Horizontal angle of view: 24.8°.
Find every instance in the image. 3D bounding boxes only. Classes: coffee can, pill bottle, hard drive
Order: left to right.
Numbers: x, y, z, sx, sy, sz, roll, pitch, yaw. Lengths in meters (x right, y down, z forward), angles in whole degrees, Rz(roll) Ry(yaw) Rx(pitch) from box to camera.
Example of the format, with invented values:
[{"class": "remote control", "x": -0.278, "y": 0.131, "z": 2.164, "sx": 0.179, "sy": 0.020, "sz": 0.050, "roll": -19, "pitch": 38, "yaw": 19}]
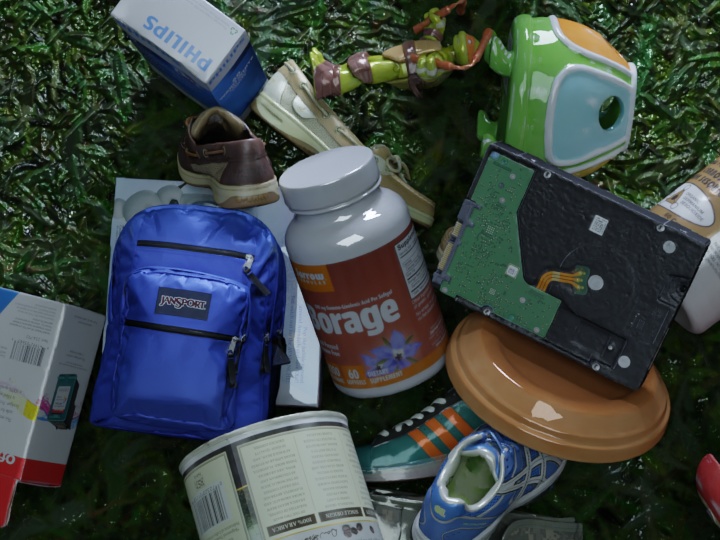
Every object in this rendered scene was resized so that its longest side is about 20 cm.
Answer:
[{"class": "coffee can", "x": -0.051, "y": 0.232, "z": 1.318, "sx": 0.146, "sy": 0.146, "sz": 0.200, "roll": -18, "pitch": 71, "yaw": 1}, {"class": "pill bottle", "x": 0.000, "y": 0.000, "z": 1.416, "sx": 0.112, "sy": 0.112, "sz": 0.200, "roll": -19, "pitch": 111, "yaw": 1}, {"class": "hard drive", "x": 0.173, "y": -0.006, "z": 1.374, "sx": 0.200, "sy": 0.038, "sz": 0.140, "roll": 26, "pitch": 106, "yaw": 14}, {"class": "pill bottle", "x": 0.339, "y": -0.046, "z": 1.440, "sx": 0.200, "sy": 0.114, "sz": 0.114, "roll": -37, "pitch": 83, "yaw": -2}]

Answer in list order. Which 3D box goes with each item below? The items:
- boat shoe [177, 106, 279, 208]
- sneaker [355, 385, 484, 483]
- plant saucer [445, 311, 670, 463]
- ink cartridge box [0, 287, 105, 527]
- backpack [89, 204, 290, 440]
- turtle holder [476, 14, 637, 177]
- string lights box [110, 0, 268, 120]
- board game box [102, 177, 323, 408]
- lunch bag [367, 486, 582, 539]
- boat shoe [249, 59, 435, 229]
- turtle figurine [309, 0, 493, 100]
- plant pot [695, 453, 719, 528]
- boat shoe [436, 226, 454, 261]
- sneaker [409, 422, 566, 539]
[{"class": "boat shoe", "x": -0.119, "y": -0.109, "z": 1.429, "sx": 0.072, "sy": 0.200, "sz": 0.072, "roll": -11, "pitch": 109, "yaw": -13}, {"class": "sneaker", "x": 0.072, "y": 0.142, "z": 1.458, "sx": 0.200, "sy": 0.071, "sz": 0.080, "roll": -10, "pitch": 82, "yaw": -6}, {"class": "plant saucer", "x": 0.173, "y": 0.085, "z": 1.402, "sx": 0.200, "sy": 0.200, "sz": 0.037, "roll": 19, "pitch": 123, "yaw": 5}, {"class": "ink cartridge box", "x": -0.315, "y": 0.120, "z": 1.460, "sx": 0.116, "sy": 0.067, "sz": 0.200, "roll": 12, "pitch": 84, "yaw": 27}, {"class": "backpack", "x": -0.136, "y": 0.042, "z": 1.386, "sx": 0.162, "sy": 0.168, "sz": 0.200, "roll": 8, "pitch": 82, "yaw": -4}, {"class": "turtle holder", "x": 0.171, "y": -0.130, "z": 1.445, "sx": 0.132, "sy": 0.141, "sz": 0.186, "roll": 5, "pitch": 82, "yaw": 0}, {"class": "string lights box", "x": -0.145, "y": -0.192, "z": 1.437, "sx": 0.103, "sy": 0.200, "sz": 0.059, "roll": 37, "pitch": 86, "yaw": 5}, {"class": "board game box", "x": -0.129, "y": 0.021, "z": 1.491, "sx": 0.199, "sy": 0.043, "sz": 0.200, "roll": 3, "pitch": 84, "yaw": 5}, {"class": "lunch bag", "x": 0.092, "y": 0.283, "z": 1.416, "sx": 0.200, "sy": 0.118, "sz": 0.164, "roll": 8, "pitch": 86, "yaw": -1}, {"class": "boat shoe", "x": -0.007, "y": -0.112, "z": 1.488, "sx": 0.201, "sy": 0.073, "sz": 0.063, "roll": 37, "pitch": 90, "yaw": 14}, {"class": "turtle figurine", "x": 0.039, "y": -0.186, "z": 1.449, "sx": 0.161, "sy": 0.200, "sz": 0.064, "roll": -9, "pitch": 114, "yaw": 6}, {"class": "plant pot", "x": 0.398, "y": 0.197, "z": 1.373, "sx": 0.182, "sy": 0.200, "sz": 0.201, "roll": -36, "pitch": 83, "yaw": 6}, {"class": "boat shoe", "x": 0.162, "y": -0.013, "z": 1.441, "sx": 0.200, "sy": 0.074, "sz": 0.069, "roll": 17, "pitch": 123, "yaw": 22}, {"class": "sneaker", "x": 0.120, "y": 0.160, "z": 1.362, "sx": 0.076, "sy": 0.077, "sz": 0.200, "roll": 31, "pitch": 54, "yaw": 19}]
